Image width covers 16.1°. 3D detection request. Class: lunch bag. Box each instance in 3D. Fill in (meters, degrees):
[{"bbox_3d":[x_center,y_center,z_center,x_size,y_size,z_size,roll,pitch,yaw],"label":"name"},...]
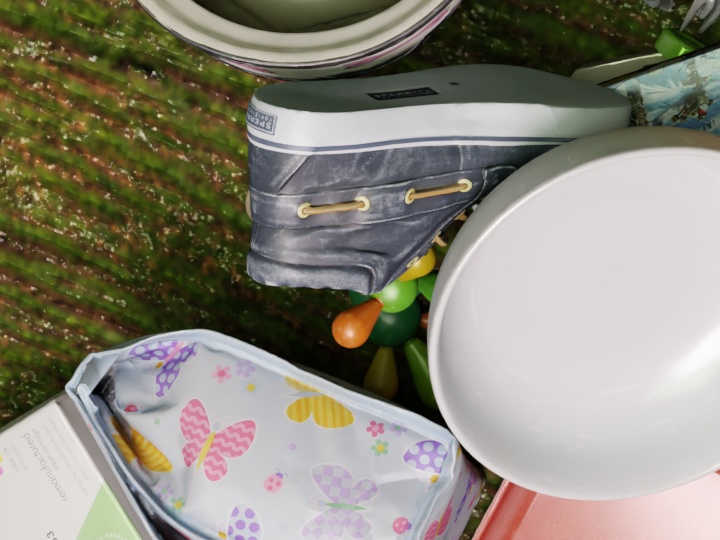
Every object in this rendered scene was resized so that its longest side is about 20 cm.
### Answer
[{"bbox_3d":[-0.048,0.108,1.327,0.199,0.170,0.128,25,83,10],"label":"lunch bag"}]

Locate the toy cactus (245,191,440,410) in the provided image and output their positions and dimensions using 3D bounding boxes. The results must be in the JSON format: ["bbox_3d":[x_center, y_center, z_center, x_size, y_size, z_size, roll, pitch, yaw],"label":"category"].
[{"bbox_3d":[0.000,0.000,1.330,0.165,0.200,0.102,30,73,39],"label":"toy cactus"}]

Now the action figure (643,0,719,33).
[{"bbox_3d":[0.137,-0.201,1.262,0.199,0.069,0.131,32,120,15],"label":"action figure"}]

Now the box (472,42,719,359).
[{"bbox_3d":[0.159,-0.034,1.272,0.199,0.040,0.138,-17,96,19],"label":"box"}]

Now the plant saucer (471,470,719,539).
[{"bbox_3d":[0.154,0.179,1.364,0.199,0.037,0.201,30,109,8],"label":"plant saucer"}]

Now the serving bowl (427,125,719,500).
[{"bbox_3d":[0.124,0.011,1.211,0.198,0.066,0.201,-5,125,-8],"label":"serving bowl"}]

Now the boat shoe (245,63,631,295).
[{"bbox_3d":[0.034,-0.044,1.212,0.199,0.071,0.092,-5,113,-25],"label":"boat shoe"}]

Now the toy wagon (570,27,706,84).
[{"bbox_3d":[0.177,-0.021,1.312,0.199,0.040,0.156,34,109,6],"label":"toy wagon"}]

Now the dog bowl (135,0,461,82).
[{"bbox_3d":[-0.025,-0.180,1.225,0.198,0.074,0.202,-2,74,7],"label":"dog bowl"}]

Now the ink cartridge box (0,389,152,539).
[{"bbox_3d":[-0.208,0.161,1.448,0.199,0.067,0.118,-32,92,20],"label":"ink cartridge box"}]
